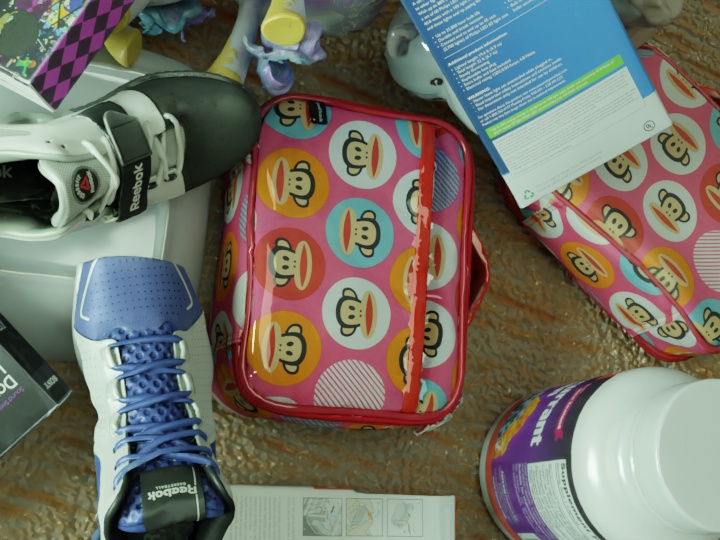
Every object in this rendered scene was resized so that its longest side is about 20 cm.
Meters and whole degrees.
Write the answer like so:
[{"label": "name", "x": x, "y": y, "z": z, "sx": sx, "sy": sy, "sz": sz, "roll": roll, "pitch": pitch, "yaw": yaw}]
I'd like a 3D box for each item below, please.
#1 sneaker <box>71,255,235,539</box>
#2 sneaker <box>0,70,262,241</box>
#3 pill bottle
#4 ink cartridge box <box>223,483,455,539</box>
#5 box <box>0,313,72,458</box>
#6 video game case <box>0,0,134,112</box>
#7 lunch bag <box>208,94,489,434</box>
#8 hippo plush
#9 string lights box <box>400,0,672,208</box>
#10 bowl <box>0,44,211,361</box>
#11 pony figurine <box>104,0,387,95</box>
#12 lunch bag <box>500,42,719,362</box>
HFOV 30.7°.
[{"label": "sneaker", "x": -0.102, "y": 0.090, "z": 0.688, "sx": 0.080, "sy": 0.115, "sz": 0.200, "roll": -3, "pitch": 86, "yaw": -19}, {"label": "sneaker", "x": -0.139, "y": -0.051, "z": 0.692, "sx": 0.199, "sy": 0.089, "sz": 0.074, "roll": -15, "pitch": 119, "yaw": -17}, {"label": "pill bottle", "x": 0.160, "y": 0.118, "z": 0.790, "sx": 0.111, "sy": 0.200, "sz": 0.112, "roll": 4, "pitch": 77, "yaw": -19}, {"label": "ink cartridge box", "x": -0.042, "y": 0.185, "z": 0.786, "sx": 0.199, "sy": 0.050, "sz": 0.109, "roll": 5, "pitch": 78, "yaw": -19}, {"label": "box", "x": -0.274, "y": 0.041, "z": 0.706, "sx": 0.143, "sy": 0.036, "sz": 0.200, "roll": -40, "pitch": 94, "yaw": 10}, {"label": "video game case", "x": -0.181, "y": -0.204, "z": 0.712, "sx": 0.181, "sy": 0.036, "sz": 0.200, "roll": 26, "pitch": 76, "yaw": 23}, {"label": "lunch bag", "x": 0.000, "y": 0.000, "z": 0.819, "sx": 0.176, "sy": 0.082, "sz": 0.201, "roll": 8, "pitch": 78, "yaw": -22}, {"label": "hippo plush", "x": 0.086, "y": -0.178, "z": 0.832, "sx": 0.161, "sy": 0.159, "sz": 0.200, "roll": -45, "pitch": 70, "yaw": -8}, {"label": "string lights box", "x": 0.086, "y": -0.146, "z": 0.745, "sx": 0.103, "sy": 0.059, "sz": 0.200, "roll": -29, "pitch": 117, "yaw": 10}, {"label": "bowl", "x": -0.182, "y": -0.052, "z": 0.773, "sx": 0.199, "sy": 0.075, "sz": 0.201, "roll": 7, "pitch": 76, "yaw": -17}, {"label": "pony figurine", "x": -0.070, "y": -0.188, "z": 0.792, "sx": 0.192, "sy": 0.167, "sz": 0.200, "roll": 3, "pitch": 44, "yaw": -3}, {"label": "lunch bag", "x": 0.213, "y": -0.056, "z": 0.909, "sx": 0.200, "sy": 0.082, "sz": 0.176, "roll": 46, "pitch": 68, "yaw": -5}]
